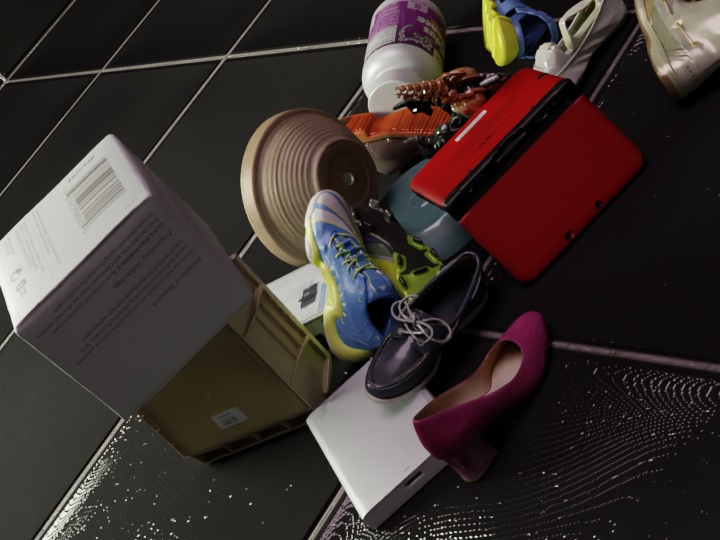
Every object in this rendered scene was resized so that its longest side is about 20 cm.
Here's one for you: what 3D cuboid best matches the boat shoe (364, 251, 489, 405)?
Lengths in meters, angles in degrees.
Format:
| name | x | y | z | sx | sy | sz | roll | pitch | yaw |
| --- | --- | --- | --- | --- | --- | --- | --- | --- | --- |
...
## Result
| name | x | y | z | sx | sy | sz | roll | pitch | yaw |
| --- | --- | --- | --- | --- | --- | --- | --- | --- | --- |
| boat shoe | 0.071 | 0.059 | 1.468 | 0.075 | 0.062 | 0.200 | 31 | 61 | 30 |

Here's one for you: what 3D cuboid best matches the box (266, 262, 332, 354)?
| name | x | y | z | sx | sy | sz | roll | pitch | yaw |
| --- | --- | --- | --- | --- | --- | --- | --- | --- | --- |
| box | -0.090 | 0.066 | 1.688 | 0.199 | 0.060 | 0.117 | -26 | 34 | 27 |

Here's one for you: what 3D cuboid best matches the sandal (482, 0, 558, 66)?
| name | x | y | z | sx | sy | sz | roll | pitch | yaw |
| --- | --- | --- | --- | --- | --- | --- | --- | --- | --- |
| sandal | 0.209 | -0.324 | 1.825 | 0.086 | 0.080 | 0.200 | -7 | 29 | -1 |

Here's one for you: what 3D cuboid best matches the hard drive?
| name | x | y | z | sx | sy | sz | roll | pitch | yaw |
| --- | --- | --- | --- | --- | --- | --- | --- | --- | --- |
| hard drive | 0.024 | 0.171 | 1.459 | 0.132 | 0.026 | 0.200 | -42 | 31 | 2 |

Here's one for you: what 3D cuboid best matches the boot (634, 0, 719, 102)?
| name | x | y | z | sx | sy | sz | roll | pitch | yaw |
| --- | --- | --- | --- | --- | --- | --- | --- | --- | --- |
| boot | 0.396 | -0.293 | 1.554 | 0.154 | 0.072 | 0.201 | -29 | 38 | 24 |

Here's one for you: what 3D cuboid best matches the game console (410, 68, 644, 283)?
| name | x | y | z | sx | sy | sz | roll | pitch | yaw |
| --- | --- | --- | --- | --- | --- | --- | --- | --- | --- |
| game console | 0.183 | -0.110 | 1.541 | 0.200 | 0.119 | 0.172 | -45 | 26 | -4 |

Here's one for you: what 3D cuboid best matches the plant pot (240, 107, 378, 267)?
| name | x | y | z | sx | sy | sz | roll | pitch | yaw |
| --- | --- | --- | --- | --- | --- | --- | --- | --- | --- |
| plant pot | -0.042 | -0.107 | 1.703 | 0.092 | 0.201 | 0.202 | -9 | 44 | 48 |

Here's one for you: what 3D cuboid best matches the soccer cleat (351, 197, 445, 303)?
| name | x | y | z | sx | sy | sz | roll | pitch | yaw |
| --- | --- | --- | --- | --- | --- | --- | --- | --- | --- |
| soccer cleat | 0.049 | -0.003 | 1.606 | 0.064 | 0.084 | 0.200 | -24 | 50 | -17 |

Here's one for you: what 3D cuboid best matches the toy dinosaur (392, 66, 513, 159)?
| name | x | y | z | sx | sy | sz | roll | pitch | yaw |
| --- | --- | --- | --- | --- | --- | --- | --- | --- | --- |
| toy dinosaur | 0.115 | -0.205 | 1.633 | 0.135 | 0.199 | 0.103 | -32 | 45 | 40 |

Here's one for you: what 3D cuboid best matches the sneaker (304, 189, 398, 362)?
| name | x | y | z | sx | sy | sz | roll | pitch | yaw |
| --- | --- | --- | --- | --- | --- | --- | --- | --- | --- |
| sneaker | 0.000 | 0.000 | 1.557 | 0.075 | 0.202 | 0.105 | -10 | -3 | -39 |

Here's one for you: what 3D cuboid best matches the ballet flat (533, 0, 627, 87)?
| name | x | y | z | sx | sy | sz | roll | pitch | yaw |
| --- | --- | --- | --- | --- | --- | --- | --- | --- | --- |
| ballet flat | 0.256 | -0.275 | 1.701 | 0.200 | 0.069 | 0.069 | -53 | 32 | -15 |

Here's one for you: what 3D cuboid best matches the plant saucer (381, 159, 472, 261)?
| name | x | y | z | sx | sy | sz | roll | pitch | yaw |
| --- | --- | --- | --- | --- | --- | --- | --- | --- | --- |
| plant saucer | 0.084 | -0.081 | 1.692 | 0.199 | 0.036 | 0.201 | -29 | 33 | 22 |

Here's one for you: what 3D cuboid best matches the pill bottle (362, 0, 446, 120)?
| name | x | y | z | sx | sy | sz | roll | pitch | yaw |
| --- | --- | --- | --- | --- | --- | --- | --- | --- | --- |
| pill bottle | 0.060 | -0.285 | 1.897 | 0.112 | 0.112 | 0.201 | -25 | 35 | 27 |

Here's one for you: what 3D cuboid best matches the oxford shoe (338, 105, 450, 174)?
| name | x | y | z | sx | sy | sz | roll | pitch | yaw |
| --- | --- | --- | --- | --- | --- | --- | --- | --- | --- |
| oxford shoe | 0.057 | -0.169 | 1.814 | 0.199 | 0.073 | 0.071 | 0 | 35 | 26 |

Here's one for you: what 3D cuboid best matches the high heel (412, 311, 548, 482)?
| name | x | y | z | sx | sy | sz | roll | pitch | yaw |
| --- | --- | --- | --- | --- | --- | --- | --- | --- | --- |
| high heel | 0.119 | 0.103 | 1.360 | 0.067 | 0.096 | 0.201 | 3 | 53 | 51 |

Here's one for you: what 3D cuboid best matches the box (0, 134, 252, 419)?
| name | x | y | z | sx | sy | sz | roll | pitch | yaw |
| --- | --- | --- | --- | --- | --- | --- | --- | --- | --- |
| box | -0.258 | 0.003 | 1.466 | 0.200 | 0.171 | 0.199 | -45 | 33 | 2 |

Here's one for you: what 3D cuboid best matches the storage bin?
| name | x | y | z | sx | sy | sz | roll | pitch | yaw |
| --- | --- | --- | --- | --- | --- | --- | --- | --- | --- |
| storage bin | -0.166 | 0.111 | 1.584 | 0.199 | 0.199 | 0.094 | -24 | 34 | 29 |
